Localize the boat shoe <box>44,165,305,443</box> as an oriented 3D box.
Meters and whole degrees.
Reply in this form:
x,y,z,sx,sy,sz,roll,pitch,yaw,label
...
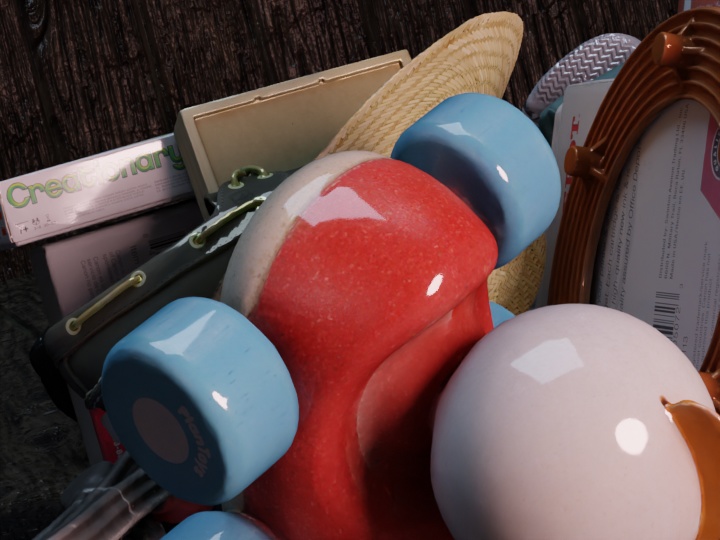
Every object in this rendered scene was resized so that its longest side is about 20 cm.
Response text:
x,y,z,sx,sy,sz,roll,pitch,yaw,label
-0.052,-0.011,0.888,0.201,0.060,0.072,-42,-5,-15,boat shoe

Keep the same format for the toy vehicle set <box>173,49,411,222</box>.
x,y,z,sx,sy,sz,roll,pitch,yaw,label
0.000,0.000,0.949,0.123,0.202,0.027,-16,-17,-18,toy vehicle set

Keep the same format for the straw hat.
x,y,z,sx,sy,sz,roll,pitch,yaw,label
0.029,-0.003,0.828,0.201,0.085,0.201,-44,-14,-14,straw hat

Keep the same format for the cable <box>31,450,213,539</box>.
x,y,z,sx,sy,sz,roll,pitch,yaw,label
-0.084,0.097,0.726,0.097,0.051,0.200,-32,4,1,cable

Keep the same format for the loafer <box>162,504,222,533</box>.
x,y,z,sx,sy,sz,roll,pitch,yaw,label
-0.029,0.088,0.844,0.198,0.073,0.063,-8,13,28,loafer

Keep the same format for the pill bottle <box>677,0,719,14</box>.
x,y,z,sx,sy,sz,roll,pitch,yaw,label
0.241,-0.105,1.186,0.111,0.202,0.112,7,-13,2,pill bottle

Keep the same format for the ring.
x,y,z,sx,sy,sz,roll,pitch,yaw,label
0.107,-0.002,0.752,0.019,0.203,0.200,9,-1,-17,ring

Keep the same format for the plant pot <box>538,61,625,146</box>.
x,y,z,sx,sy,sz,roll,pitch,yaw,label
0.208,-0.053,1.016,0.195,0.202,0.200,-24,7,-5,plant pot

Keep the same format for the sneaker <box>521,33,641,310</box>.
x,y,z,sx,sy,sz,roll,pitch,yaw,label
0.138,-0.055,1.165,0.075,0.201,0.115,30,30,23,sneaker

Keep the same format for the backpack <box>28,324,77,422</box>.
x,y,z,sx,sy,sz,roll,pitch,yaw,label
-0.114,0.028,1.290,0.162,0.155,0.200,-19,27,6,backpack

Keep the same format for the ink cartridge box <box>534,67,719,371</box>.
x,y,z,sx,sy,sz,roll,pitch,yaw,label
0.147,-0.005,0.804,0.082,0.148,0.200,6,1,-17,ink cartridge box

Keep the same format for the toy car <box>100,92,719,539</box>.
x,y,z,sx,sy,sz,roll,pitch,yaw,label
0.050,0.066,0.657,0.199,0.178,0.184,25,44,32,toy car

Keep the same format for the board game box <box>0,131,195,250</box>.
x,y,z,sx,sy,sz,roll,pitch,yaw,label
-0.102,-0.053,1.032,0.198,0.035,0.126,-18,5,-19,board game box

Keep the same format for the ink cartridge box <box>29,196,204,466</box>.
x,y,z,sx,sy,sz,roll,pitch,yaw,label
-0.057,0.029,1.043,0.198,0.147,0.083,-17,3,-15,ink cartridge box
